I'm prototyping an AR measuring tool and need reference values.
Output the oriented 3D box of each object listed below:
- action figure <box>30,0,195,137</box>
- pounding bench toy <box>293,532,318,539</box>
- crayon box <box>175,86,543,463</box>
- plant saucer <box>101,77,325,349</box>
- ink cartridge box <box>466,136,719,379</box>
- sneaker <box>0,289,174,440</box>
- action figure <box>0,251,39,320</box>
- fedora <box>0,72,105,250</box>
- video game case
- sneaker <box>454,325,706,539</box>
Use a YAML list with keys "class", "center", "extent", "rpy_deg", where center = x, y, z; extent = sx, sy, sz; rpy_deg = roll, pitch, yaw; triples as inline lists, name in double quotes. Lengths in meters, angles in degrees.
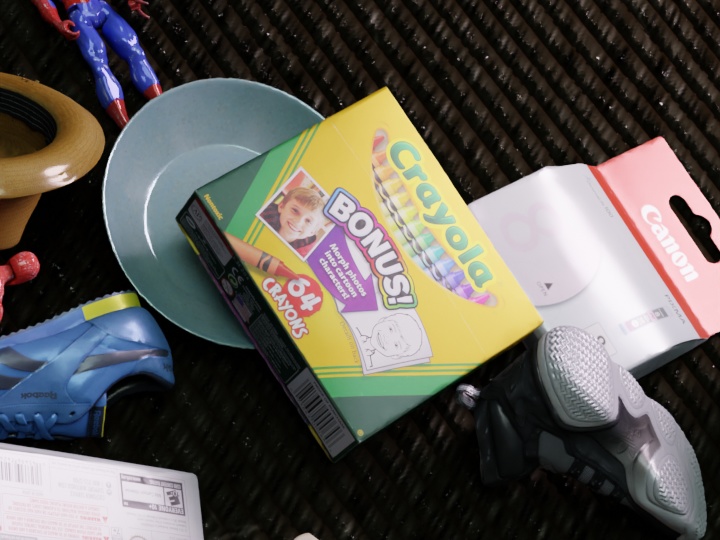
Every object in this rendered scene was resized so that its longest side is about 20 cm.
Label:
- class: "action figure"
  center: [-0.191, -0.179, 1.495]
  extent: [0.065, 0.052, 0.201]
  rpy_deg: [-27, 71, -20]
- class: "pounding bench toy"
  center: [0.007, 0.275, 1.264]
  extent: [0.155, 0.124, 0.202]
  rpy_deg: [18, 61, -14]
- class: "crayon box"
  center: [0.000, 0.000, 1.408]
  extent: [0.172, 0.058, 0.201]
  rpy_deg: [-31, 84, -28]
- class: "plant saucer"
  center: [-0.087, -0.036, 1.445]
  extent: [0.199, 0.039, 0.203]
  rpy_deg: [7, 68, -17]
- class: "ink cartridge box"
  center: [0.191, -0.010, 1.506]
  extent: [0.199, 0.057, 0.163]
  rpy_deg: [-27, 73, -19]
- class: "sneaker"
  center: [-0.215, 0.083, 1.348]
  extent: [0.199, 0.066, 0.079]
  rpy_deg: [-22, 75, -23]
- class: "action figure"
  center: [-0.294, 0.045, 1.355]
  extent: [0.199, 0.099, 0.066]
  rpy_deg: [-28, 75, -1]
- class: "fedora"
  center: [-0.267, -0.069, 1.378]
  extent: [0.199, 0.082, 0.201]
  rpy_deg: [5, 27, -3]
- class: "video game case"
  center: [-0.176, 0.201, 1.273]
  extent: [0.199, 0.024, 0.184]
  rpy_deg: [14, 58, -39]
- class: "sneaker"
  center: [0.150, 0.124, 1.415]
  extent: [0.200, 0.113, 0.076]
  rpy_deg: [48, 36, -27]
